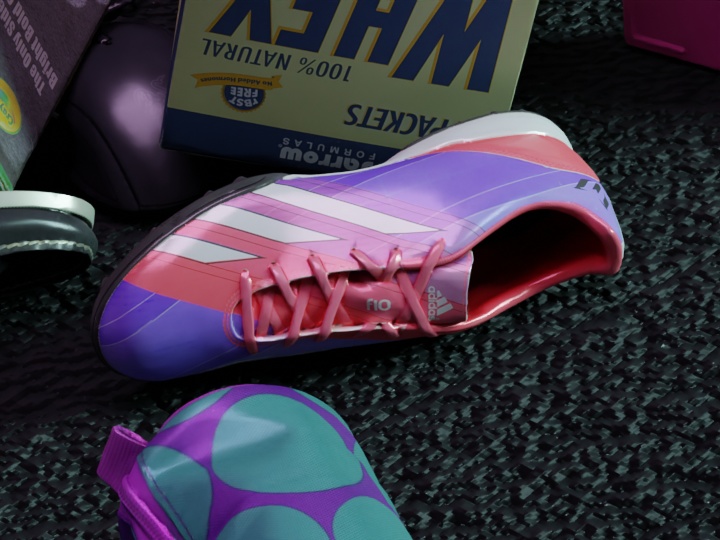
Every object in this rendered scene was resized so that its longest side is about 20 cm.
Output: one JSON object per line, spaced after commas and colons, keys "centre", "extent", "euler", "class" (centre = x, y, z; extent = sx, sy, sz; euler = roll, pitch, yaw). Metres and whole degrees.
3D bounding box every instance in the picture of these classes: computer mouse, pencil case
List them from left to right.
{"centre": [-0.138, -0.079, 1.152], "extent": [0.140, 0.046, 0.200], "euler": [-19, 36, -14], "class": "computer mouse"}
{"centre": [-0.015, 0.120, 0.814], "extent": [0.092, 0.085, 0.200], "euler": [10, 27, -24], "class": "pencil case"}

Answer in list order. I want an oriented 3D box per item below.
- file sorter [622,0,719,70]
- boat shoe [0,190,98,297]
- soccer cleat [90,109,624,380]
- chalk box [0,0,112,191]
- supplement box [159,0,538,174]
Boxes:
{"centre": [0.192, -0.189, 1.096], "extent": [0.139, 0.201, 0.125], "euler": [20, 42, 35], "class": "file sorter"}
{"centre": [-0.192, 0.018, 1.033], "extent": [0.199, 0.072, 0.068], "euler": [-15, 73, -18], "class": "boat shoe"}
{"centre": [0.000, 0.000, 0.996], "extent": [0.199, 0.068, 0.073], "euler": [-19, 41, -16], "class": "soccer cleat"}
{"centre": [-0.195, -0.104, 1.083], "extent": [0.123, 0.125, 0.200], "euler": [-2, 42, 25], "class": "chalk box"}
{"centre": [0.005, -0.170, 1.089], "extent": [0.134, 0.201, 0.200], "euler": [9, 36, -5], "class": "supplement box"}
